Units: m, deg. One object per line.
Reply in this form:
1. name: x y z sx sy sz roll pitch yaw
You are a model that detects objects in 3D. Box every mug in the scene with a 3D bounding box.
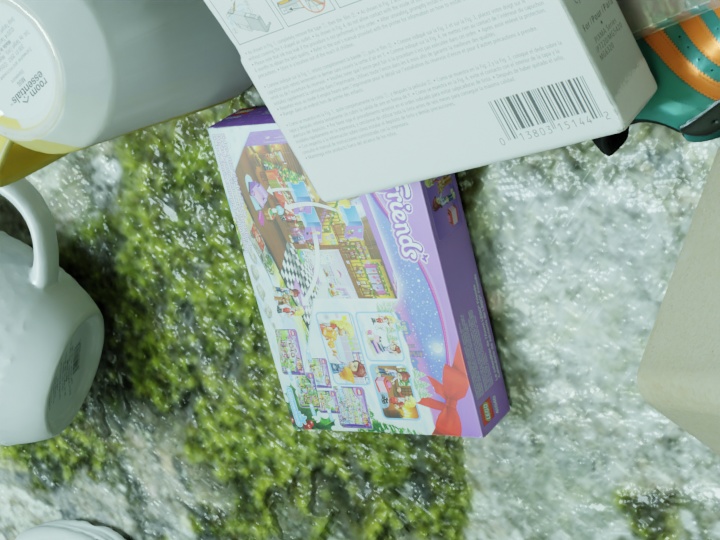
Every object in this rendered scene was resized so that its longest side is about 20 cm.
1. mug: -0.147 -0.121 0.890 0.149 0.153 0.187 18 123 24
2. mug: -0.261 0.017 1.049 0.175 0.148 0.200 19 116 8

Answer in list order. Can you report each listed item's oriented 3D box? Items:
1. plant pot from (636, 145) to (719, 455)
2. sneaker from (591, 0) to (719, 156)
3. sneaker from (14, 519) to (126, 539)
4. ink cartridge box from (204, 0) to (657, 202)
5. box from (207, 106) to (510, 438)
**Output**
1. plant pot: 0.235 0.021 0.662 0.200 0.200 0.177 34 156 -25
2. sneaker: 0.176 -0.108 0.740 0.200 0.071 0.080 -14 109 44
3. sneaker: -0.184 0.254 1.150 0.200 0.099 0.078 28 127 19
4. ink cartridge box: 0.017 -0.129 0.763 0.200 0.045 0.176 -11 118 44
5. box: 0.000 0.000 0.931 0.137 0.039 0.200 -1 114 34
